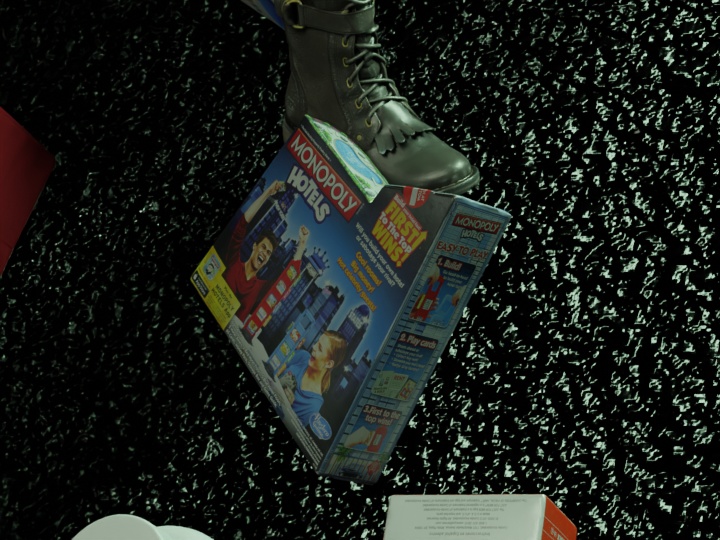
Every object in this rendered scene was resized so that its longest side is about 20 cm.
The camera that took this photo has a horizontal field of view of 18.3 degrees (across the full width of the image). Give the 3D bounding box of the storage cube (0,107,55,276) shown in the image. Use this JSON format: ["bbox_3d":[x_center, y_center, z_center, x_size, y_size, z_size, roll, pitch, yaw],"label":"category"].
[{"bbox_3d":[-0.372,-0.065,1.710,0.199,0.180,0.172,11,70,33],"label":"storage cube"}]

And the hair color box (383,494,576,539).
[{"bbox_3d":[0.062,0.242,1.363,0.110,0.064,0.202,-3,62,27],"label":"hair color box"}]

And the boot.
[{"bbox_3d":[-0.001,-0.146,1.540,0.069,0.176,0.199,-29,39,-36],"label":"boot"}]

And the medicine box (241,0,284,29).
[{"bbox_3d":[-0.070,-0.310,1.717,0.183,0.103,0.200,-51,51,-3],"label":"medicine box"}]

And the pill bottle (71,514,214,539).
[{"bbox_3d":[-0.104,0.226,1.380,0.111,0.200,0.113,-14,57,23],"label":"pill bottle"}]

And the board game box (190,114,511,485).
[{"bbox_3d":[0.000,0.000,1.492,0.200,0.061,0.200,-52,50,20],"label":"board game box"}]
